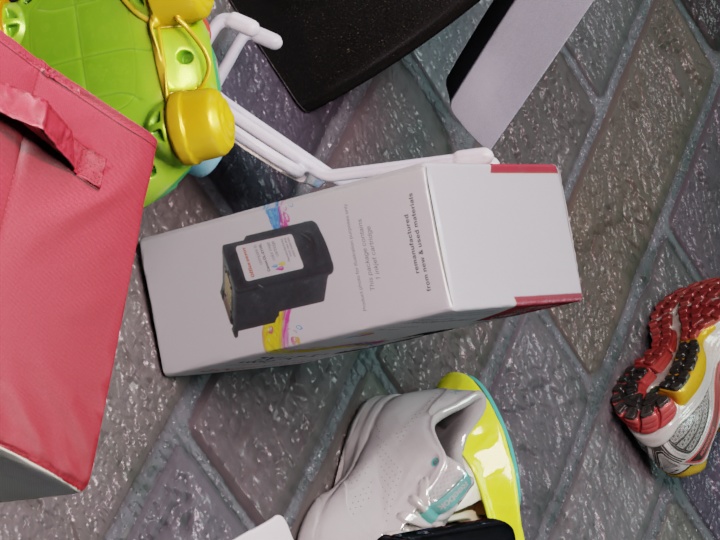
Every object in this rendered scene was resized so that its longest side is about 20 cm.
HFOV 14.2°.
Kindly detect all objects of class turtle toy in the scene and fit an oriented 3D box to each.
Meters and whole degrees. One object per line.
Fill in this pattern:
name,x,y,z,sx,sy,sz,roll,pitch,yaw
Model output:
turtle toy,-0.136,-0.116,1.546,0.101,0.146,0.200,36,44,-71

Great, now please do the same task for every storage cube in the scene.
storage cube,-0.223,-0.003,1.303,0.171,0.200,0.180,35,55,-44

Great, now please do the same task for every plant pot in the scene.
plant pot,0.017,-0.252,1.781,0.200,0.177,0.200,56,36,-23

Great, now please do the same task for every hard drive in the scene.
hard drive,0.117,-0.171,1.733,0.042,0.200,0.135,33,10,-6

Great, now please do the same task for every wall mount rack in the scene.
wall mount rack,-0.013,-0.080,1.649,0.174,0.075,0.200,33,3,4

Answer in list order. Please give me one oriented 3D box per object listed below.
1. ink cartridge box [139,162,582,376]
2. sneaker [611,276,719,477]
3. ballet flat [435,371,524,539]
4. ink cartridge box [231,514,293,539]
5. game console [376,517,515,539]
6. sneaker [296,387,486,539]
ink cartridge box,0.000,0.000,1.619,0.146,0.200,0.083,-4,81,-56
sneaker,0.244,0.071,2.070,0.200,0.078,0.082,-51,122,-41
ballet flat,0.068,0.163,1.774,0.067,0.067,0.200,-13,88,-38
ink cartridge box,-0.061,0.244,1.536,0.116,0.067,0.200,-24,96,-57
game console,0.065,0.252,1.616,0.172,0.119,0.200,-3,99,-50
sneaker,0.024,0.142,1.690,0.075,0.088,0.200,50,39,-32
